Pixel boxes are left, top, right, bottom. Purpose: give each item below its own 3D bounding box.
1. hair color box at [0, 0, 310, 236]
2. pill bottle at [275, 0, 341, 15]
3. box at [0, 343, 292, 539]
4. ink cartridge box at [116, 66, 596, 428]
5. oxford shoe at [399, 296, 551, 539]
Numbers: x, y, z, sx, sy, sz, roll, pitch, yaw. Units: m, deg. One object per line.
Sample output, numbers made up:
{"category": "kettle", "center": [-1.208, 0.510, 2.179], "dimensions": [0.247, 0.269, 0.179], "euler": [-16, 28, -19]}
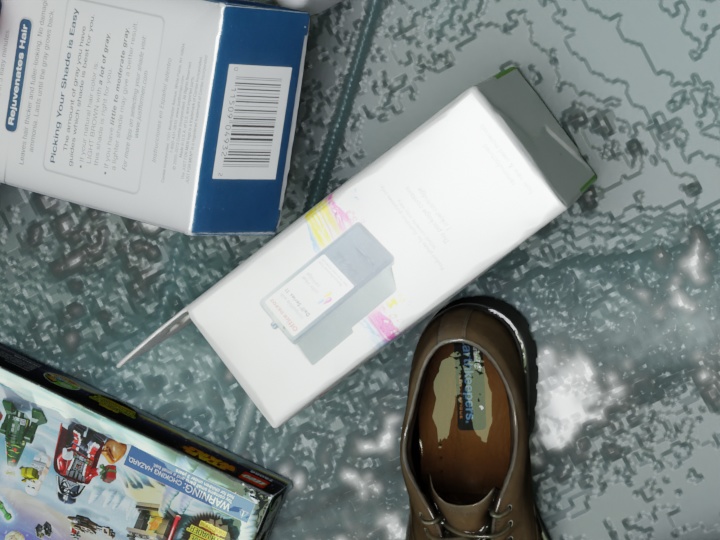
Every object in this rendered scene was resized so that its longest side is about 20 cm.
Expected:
{"category": "hair color box", "center": [-0.120, -0.082, 1.216], "dimensions": [0.200, 0.061, 0.100], "euler": [16, 100, 37]}
{"category": "pill bottle", "center": [-0.047, -0.218, 1.197], "dimensions": [0.112, 0.112, 0.200], "euler": [-39, 86, 14]}
{"category": "box", "center": [-0.149, 0.120, 1.294], "dimensions": [0.200, 0.040, 0.137], "euler": [24, 102, 10]}
{"category": "ink cartridge box", "center": [0.000, 0.000, 1.204], "dimensions": [0.200, 0.117, 0.067], "euler": [-37, 90, 15]}
{"category": "oxford shoe", "center": [0.047, 0.117, 1.223], "dimensions": [0.073, 0.084, 0.200], "euler": [-7, 96, 13]}
